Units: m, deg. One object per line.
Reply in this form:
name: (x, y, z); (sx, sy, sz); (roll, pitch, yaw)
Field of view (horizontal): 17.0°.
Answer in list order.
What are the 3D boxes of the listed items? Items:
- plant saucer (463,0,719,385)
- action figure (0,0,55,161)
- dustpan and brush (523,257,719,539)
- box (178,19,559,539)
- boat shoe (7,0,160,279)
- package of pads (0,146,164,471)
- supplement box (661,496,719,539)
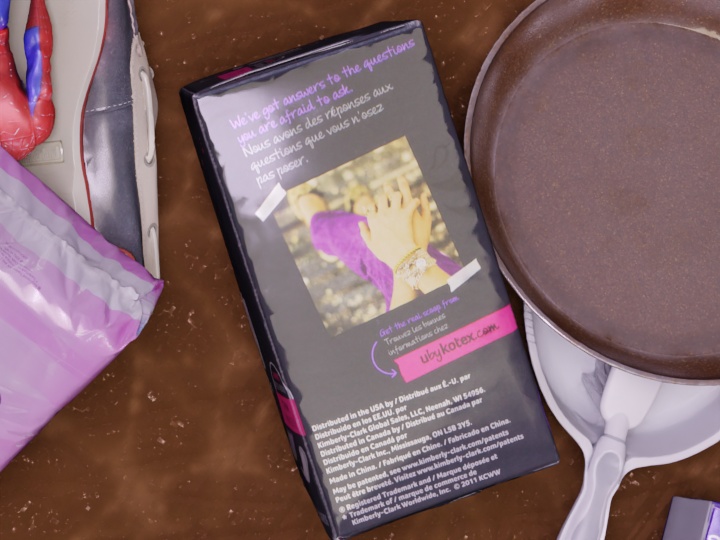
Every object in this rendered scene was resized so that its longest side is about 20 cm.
plant saucer: (0.140, -0.041, 1.087); (0.200, 0.032, 0.200); (4, 71, -12)
action figure: (-0.164, -0.117, 1.013); (0.065, 0.052, 0.200); (-9, 107, -10)
dustpan and brush: (0.121, 0.060, 1.107); (0.139, 0.057, 0.200); (21, 92, -9)
box: (0.000, 0.000, 1.055); (0.106, 0.122, 0.200); (-18, 97, -5)
boat shoe: (-0.120, -0.071, 1.066); (0.063, 0.071, 0.200); (-5, 95, -49)
package of pads: (-0.190, 0.036, 1.019); (0.120, 0.076, 0.200); (42, 119, -9)
supplement box: (0.230, 0.174, 1.066); (0.200, 0.103, 0.101); (15, 86, -2)
